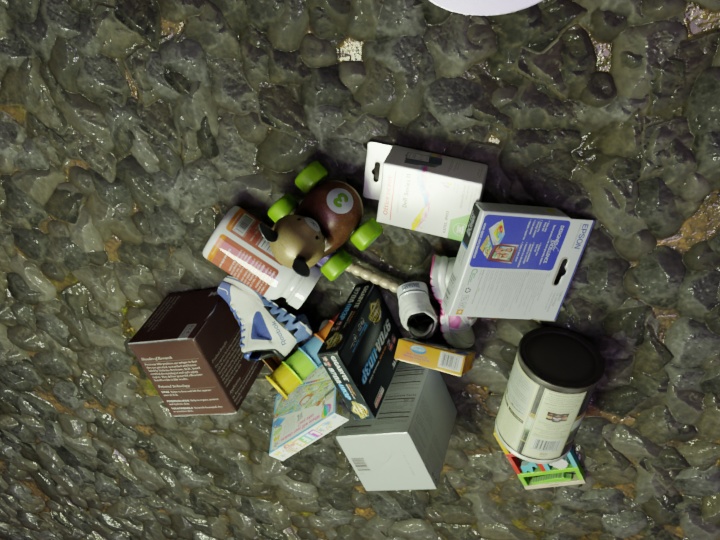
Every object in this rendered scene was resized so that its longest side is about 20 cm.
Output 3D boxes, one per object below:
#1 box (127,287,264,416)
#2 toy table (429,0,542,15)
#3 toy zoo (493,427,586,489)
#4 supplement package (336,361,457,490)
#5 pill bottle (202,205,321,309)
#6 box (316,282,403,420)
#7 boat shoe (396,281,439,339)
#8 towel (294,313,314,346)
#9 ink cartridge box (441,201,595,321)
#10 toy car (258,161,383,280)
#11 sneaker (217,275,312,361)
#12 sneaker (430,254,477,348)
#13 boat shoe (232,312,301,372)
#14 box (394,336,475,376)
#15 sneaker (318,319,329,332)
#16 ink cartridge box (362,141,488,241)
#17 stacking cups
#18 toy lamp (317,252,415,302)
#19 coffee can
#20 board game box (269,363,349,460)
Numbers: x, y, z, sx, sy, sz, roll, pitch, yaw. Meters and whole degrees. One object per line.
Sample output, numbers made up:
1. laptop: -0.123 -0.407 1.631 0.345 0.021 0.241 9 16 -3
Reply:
1. box: -0.322 0.166 1.535 0.164 0.166 0.200 -7 122 26
2. toy table: 0.173 -0.404 0.954 0.200 0.117 0.184 10 128 13
3. toy zoo: 0.353 0.358 1.518 0.131 0.020 0.200 -17 117 30
4. supplement package: 0.075 0.293 1.457 0.150 0.200 0.152 -10 121 27
5. pill bottle: -0.174 -0.019 1.376 0.200 0.112 0.112 34 130 -6
6. box: 0.007 0.143 1.371 0.046 0.200 0.159 -10 121 30
7. boat shoe: 0.101 0.088 1.331 0.073 0.065 0.200 -14 152 11
8. towel: -0.128 0.184 1.512 0.147 0.024 0.200 -9 104 43
9. ink cartridge box: 0.251 -0.011 1.226 0.200 0.047 0.198 3 121 -20
10. toy car: -0.087 -0.061 1.224 0.164 0.200 0.158 46 117 2
11. sneaker: -0.201 0.103 1.414 0.199 0.115 0.081 32 167 16
12. sneaker: 0.181 0.058 1.319 0.088 0.081 0.200 -6 129 17
13. boat shoe: -0.183 0.134 1.474 0.200 0.068 0.072 46 130 14
14. box: 0.139 0.150 1.363 0.119 0.200 0.042 13 92 14
15. sneaker: -0.024 0.192 1.502 0.099 0.071 0.200 8 124 21
16. ink cartridge box: 0.094 -0.127 1.222 0.200 0.067 0.117 13 129 11
17. stacking cups: -0.086 0.149 1.420 0.060 0.200 0.061 42 164 15
18. toy lamp: 0.000 0.000 1.363 0.200 0.058 0.058 26 130 -2
19. coffee can: 0.329 0.222 1.343 0.146 0.146 0.200 15 129 10
20. board game box: -0.094 0.255 1.419 0.034 0.135 0.200 31 131 -27
